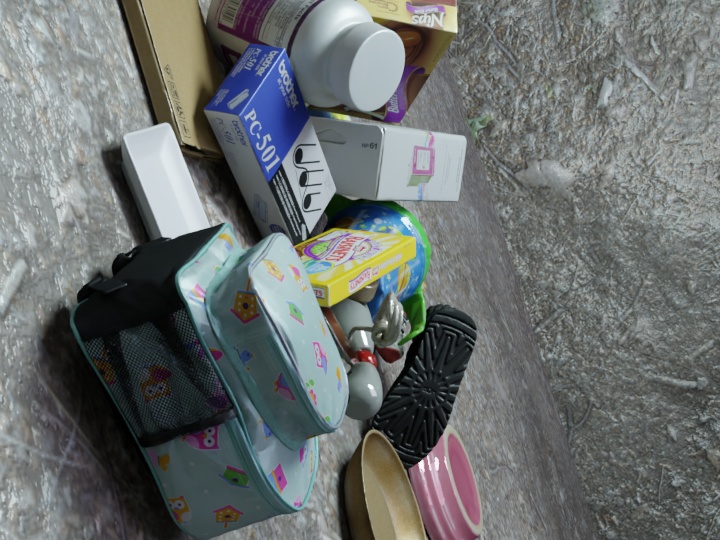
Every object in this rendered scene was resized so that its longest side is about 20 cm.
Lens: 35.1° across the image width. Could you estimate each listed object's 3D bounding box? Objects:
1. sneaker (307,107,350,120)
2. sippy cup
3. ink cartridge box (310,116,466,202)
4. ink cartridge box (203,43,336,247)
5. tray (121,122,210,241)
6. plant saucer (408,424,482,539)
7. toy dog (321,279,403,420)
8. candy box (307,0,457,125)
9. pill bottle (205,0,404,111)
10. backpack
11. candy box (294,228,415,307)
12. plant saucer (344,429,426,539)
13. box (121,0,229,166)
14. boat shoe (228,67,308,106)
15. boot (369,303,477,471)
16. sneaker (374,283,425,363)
[{"bbox_3d":[-0.070,-0.183,1.396,0.201,0.075,0.105,63,33,-23],"label":"sneaker"},{"bbox_3d":[0.000,0.000,1.300,0.130,0.177,0.140,-51,158,-61],"label":"sippy cup"},{"bbox_3d":[0.013,-0.130,1.332,0.200,0.144,0.085,-2,102,-58],"label":"ink cartridge box"},{"bbox_3d":[-0.085,-0.117,1.130,0.094,0.044,0.200,-61,150,-29],"label":"ink cartridge box"},{"bbox_3d":[-0.149,-0.022,0.951,0.107,0.022,0.201,-51,122,-74],"label":"tray"},{"bbox_3d":[0.117,0.285,1.523,0.200,0.051,0.202,-18,90,-77],"label":"plant saucer"},{"bbox_3d":[-0.031,0.064,1.139,0.200,0.096,0.133,-132,-127,-75],"label":"toy dog"},{"bbox_3d":[0.020,-0.242,1.274,0.200,0.116,0.057,127,-32,-60],"label":"candy box"},{"bbox_3d":[-0.054,-0.232,1.153,0.199,0.113,0.112,30,-12,34],"label":"pill bottle"},{"bbox_3d":[-0.091,0.078,0.796,0.176,0.152,0.201,-76,152,-74],"label":"backpack"},{"bbox_3d":[-0.029,-0.006,1.126,0.200,0.102,0.027,-30,125,-60],"label":"candy box"},{"bbox_3d":[0.025,0.273,1.218,0.200,0.035,0.201,-19,90,-77],"label":"plant saucer"},{"bbox_3d":[-0.173,-0.203,1.090,0.163,0.021,0.201,1,71,-75],"label":"box"},{"bbox_3d":[-0.093,-0.172,1.243,0.072,0.076,0.201,36,39,-70],"label":"boat shoe"},{"bbox_3d":[0.075,0.138,1.379,0.079,0.212,0.158,30,-4,-3],"label":"boot"},{"bbox_3d":[0.042,0.035,1.488,0.201,0.082,0.078,-91,160,-46],"label":"sneaker"}]
